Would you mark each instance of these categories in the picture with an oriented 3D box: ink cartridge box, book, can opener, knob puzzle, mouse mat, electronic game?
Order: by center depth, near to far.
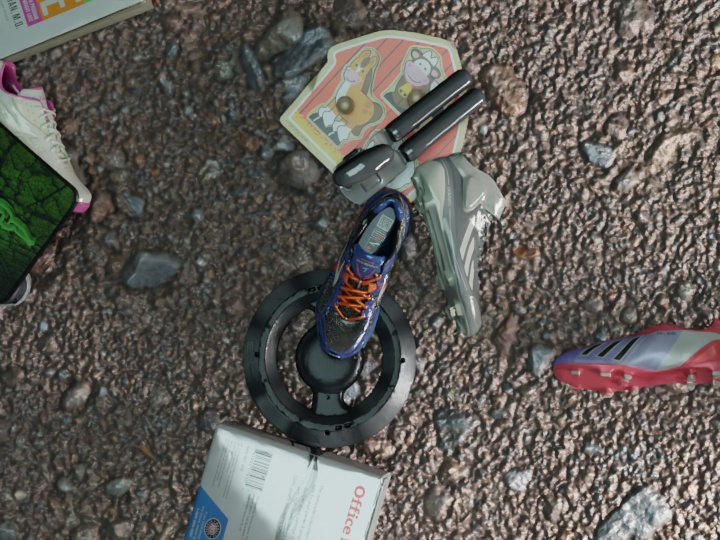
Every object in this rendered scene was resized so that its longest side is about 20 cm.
[{"bbox_3d":[0.055,-0.145,1.643,0.199,0.066,0.053,-39,105,-10],"label":"can opener"},{"bbox_3d":[-0.425,-0.083,1.660,0.199,0.008,0.162,40,100,11],"label":"mouse mat"},{"bbox_3d":[-0.080,0.268,1.665,0.197,0.084,0.147,17,90,9],"label":"ink cartridge box"},{"bbox_3d":[0.036,-0.184,1.686,0.216,0.030,0.223,0,91,3],"label":"knob puzzle"},{"bbox_3d":[-0.035,0.099,1.689,0.197,0.042,0.203,0,84,-2],"label":"electronic game"},{"bbox_3d":[-0.352,-0.329,1.701,0.198,0.048,0.135,-20,87,6],"label":"book"}]

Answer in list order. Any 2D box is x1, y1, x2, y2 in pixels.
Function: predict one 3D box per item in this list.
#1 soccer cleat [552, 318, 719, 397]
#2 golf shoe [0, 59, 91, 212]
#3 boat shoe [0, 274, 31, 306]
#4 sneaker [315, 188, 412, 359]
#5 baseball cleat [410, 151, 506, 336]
[{"bbox_3d":[0.314,0.094,1.668,0.197,0.067,0.077,-2,60,9],"label":"soccer cleat"},{"bbox_3d":[-0.370,-0.152,1.684,0.200,0.075,0.092,44,100,0],"label":"golf shoe"},{"bbox_3d":[-0.479,0.009,1.699,0.197,0.068,0.073,9,92,3],"label":"boat shoe"},{"bbox_3d":[0.000,0.000,1.639,0.074,0.078,0.202,18,86,1],"label":"sneaker"},{"bbox_3d":[0.124,-0.032,1.666,0.105,0.070,0.203,-18,100,-13],"label":"baseball cleat"}]
